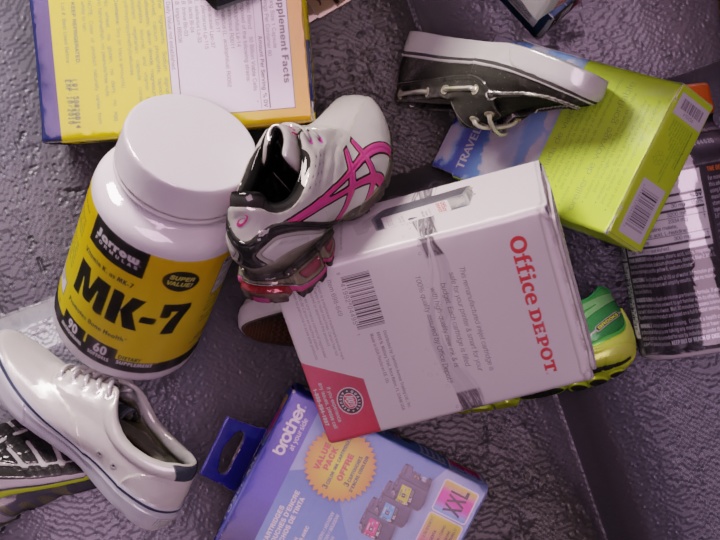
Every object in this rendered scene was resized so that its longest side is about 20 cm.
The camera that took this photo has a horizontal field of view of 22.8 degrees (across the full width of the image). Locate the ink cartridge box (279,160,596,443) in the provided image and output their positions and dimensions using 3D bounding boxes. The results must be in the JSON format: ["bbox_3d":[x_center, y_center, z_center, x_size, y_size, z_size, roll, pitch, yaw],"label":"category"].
[{"bbox_3d":[0.054,0.022,1.265,0.199,0.085,0.146,-13,117,9],"label":"ink cartridge box"}]

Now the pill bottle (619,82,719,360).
[{"bbox_3d":[0.246,-0.039,1.350,0.106,0.106,0.201,-10,90,-2],"label":"pill bottle"}]

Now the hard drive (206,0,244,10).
[{"bbox_3d":[-0.050,-0.265,1.304,0.199,0.140,0.033,-23,136,-20],"label":"hard drive"}]

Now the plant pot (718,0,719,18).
[{"bbox_3d":[0.389,-0.163,1.321,0.199,0.176,0.201,-4,90,-3],"label":"plant pot"}]

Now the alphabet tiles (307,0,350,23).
[{"bbox_3d":[-0.097,-0.273,1.385,0.166,0.006,0.200,-31,91,-3],"label":"alphabet tiles"}]

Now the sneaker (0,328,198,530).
[{"bbox_3d":[-0.197,0.102,1.331,0.200,0.073,0.071,40,114,10],"label":"sneaker"}]

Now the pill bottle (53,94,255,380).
[{"bbox_3d":[-0.147,-0.023,1.279,0.114,0.200,0.115,13,45,-13],"label":"pill bottle"}]

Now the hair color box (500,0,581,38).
[{"bbox_3d":[0.193,-0.269,1.350,0.200,0.100,0.061,-43,90,-2],"label":"hair color box"}]

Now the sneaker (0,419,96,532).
[{"bbox_3d":[-0.284,0.171,1.350,0.199,0.074,0.081,-12,130,-14],"label":"sneaker"}]

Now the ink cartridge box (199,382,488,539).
[{"bbox_3d":[-0.022,0.176,1.355,0.199,0.076,0.137,26,89,-1],"label":"ink cartridge box"}]

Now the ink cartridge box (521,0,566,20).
[{"bbox_3d":[0.187,-0.269,1.227,0.200,0.145,0.084,-33,88,-2],"label":"ink cartridge box"}]

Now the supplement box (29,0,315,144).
[{"bbox_3d":[-0.135,-0.155,1.327,0.199,0.110,0.109,-4,94,-1],"label":"supplement box"}]

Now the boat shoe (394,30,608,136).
[{"bbox_3d":[0.101,-0.132,1.315,0.071,0.200,0.064,17,90,-39],"label":"boat shoe"}]

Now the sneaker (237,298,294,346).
[{"bbox_3d":[0.000,0.000,1.369,0.199,0.073,0.085,-14,60,3],"label":"sneaker"}]

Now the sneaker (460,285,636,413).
[{"bbox_3d":[0.109,0.058,1.371,0.199,0.074,0.084,-9,64,1],"label":"sneaker"}]

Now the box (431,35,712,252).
[{"bbox_3d":[0.153,-0.098,1.326,0.048,0.200,0.122,28,88,-40],"label":"box"}]

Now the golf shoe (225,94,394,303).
[{"bbox_3d":[-0.031,-0.070,1.218,0.072,0.200,0.092,4,129,22],"label":"golf shoe"}]
